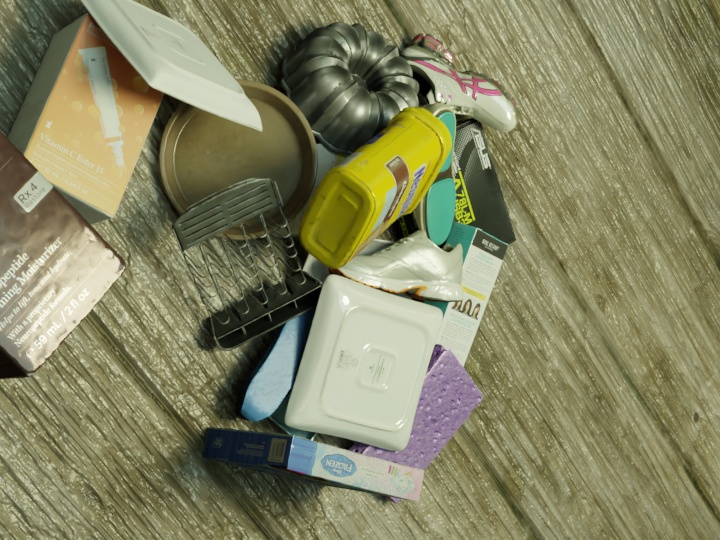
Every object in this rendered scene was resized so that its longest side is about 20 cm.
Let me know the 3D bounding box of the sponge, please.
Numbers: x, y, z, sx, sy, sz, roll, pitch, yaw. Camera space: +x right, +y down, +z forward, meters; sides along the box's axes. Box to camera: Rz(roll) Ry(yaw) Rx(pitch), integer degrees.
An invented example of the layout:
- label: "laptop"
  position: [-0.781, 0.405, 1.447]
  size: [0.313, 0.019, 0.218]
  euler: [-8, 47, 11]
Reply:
- label: "sponge"
  position: [0.079, 0.211, 1.590]
  size: [0.200, 0.030, 0.112]
  euler: [-49, 125, -15]

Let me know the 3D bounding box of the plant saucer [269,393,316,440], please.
- label: "plant saucer"
  position: [-0.046, 0.139, 1.541]
  size: [0.070, 0.019, 0.200]
  euler: [40, 64, -7]

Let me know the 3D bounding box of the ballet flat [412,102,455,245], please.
- label: "ballet flat"
  position: [0.097, -0.135, 1.595]
  size: [0.069, 0.069, 0.202]
  euler: [-12, 115, -37]

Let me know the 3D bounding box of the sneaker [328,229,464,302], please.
- label: "sneaker"
  position: [0.050, -0.013, 1.551]
  size: [0.199, 0.076, 0.093]
  euler: [9, 85, -25]

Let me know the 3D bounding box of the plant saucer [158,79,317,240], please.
- label: "plant saucer"
  position: [-0.153, -0.138, 1.450]
  size: [0.198, 0.029, 0.202]
  euler: [0, 88, -9]

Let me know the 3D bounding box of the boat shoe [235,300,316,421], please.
- label: "boat shoe"
  position: [-0.101, 0.107, 1.488]
  size: [0.200, 0.069, 0.084]
  euler: [-44, 100, -27]

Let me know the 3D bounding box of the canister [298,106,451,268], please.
- label: "canister"
  position: [0.018, -0.103, 1.437]
  size: [0.086, 0.149, 0.200]
  euler: [38, 41, 9]

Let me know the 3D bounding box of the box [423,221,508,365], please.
- label: "box"
  position: [0.137, 0.040, 1.643]
  size: [0.082, 0.049, 0.201]
  euler: [23, 87, -45]

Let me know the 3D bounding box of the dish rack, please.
- label: "dish rack"
  position: [-0.140, -0.012, 1.409]
  size: [0.153, 0.055, 0.201]
  euler: [-28, 132, -13]

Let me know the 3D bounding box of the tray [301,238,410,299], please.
- label: "tray"
  position: [0.000, 0.000, 1.578]
  size: [0.199, 0.022, 0.108]
  euler: [7, 115, -37]

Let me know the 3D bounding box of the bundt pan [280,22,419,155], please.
- label: "bundt pan"
  position: [-0.004, -0.252, 1.551]
  size: [0.201, 0.076, 0.203]
  euler: [18, 53, -25]

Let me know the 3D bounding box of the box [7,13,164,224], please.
- label: "box"
  position: [-0.319, -0.170, 1.331]
  size: [0.124, 0.097, 0.201]
  euler: [29, 68, -31]

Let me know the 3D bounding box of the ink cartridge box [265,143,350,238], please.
- label: "ink cartridge box"
  position: [-0.038, -0.110, 1.556]
  size: [0.199, 0.067, 0.118]
  euler: [-7, 89, -38]

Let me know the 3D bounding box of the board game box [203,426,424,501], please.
- label: "board game box"
  position: [-0.060, 0.237, 1.417]
  size: [0.198, 0.199, 0.044]
  euler: [19, 76, -33]

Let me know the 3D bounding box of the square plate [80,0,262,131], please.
- label: "square plate"
  position: [-0.218, -0.253, 1.346]
  size: [0.028, 0.200, 0.198]
  euler: [-49, 149, 16]

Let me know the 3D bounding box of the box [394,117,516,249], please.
- label: "box"
  position: [0.128, -0.101, 1.691]
  size: [0.192, 0.047, 0.201]
  euler: [-26, 104, -34]

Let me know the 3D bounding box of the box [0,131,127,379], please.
- label: "box"
  position: [-0.392, -0.010, 1.215]
  size: [0.200, 0.164, 0.166]
  euler: [49, 59, -22]

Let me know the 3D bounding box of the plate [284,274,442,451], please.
- label: "plate"
  position: [0.014, 0.125, 1.492]
  size: [0.199, 0.032, 0.201]
  euler: [18, 88, -33]

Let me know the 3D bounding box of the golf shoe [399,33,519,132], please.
- label: "golf shoe"
  position: [0.136, -0.253, 1.673]
  size: [0.199, 0.073, 0.092]
  euler: [35, 64, 7]
